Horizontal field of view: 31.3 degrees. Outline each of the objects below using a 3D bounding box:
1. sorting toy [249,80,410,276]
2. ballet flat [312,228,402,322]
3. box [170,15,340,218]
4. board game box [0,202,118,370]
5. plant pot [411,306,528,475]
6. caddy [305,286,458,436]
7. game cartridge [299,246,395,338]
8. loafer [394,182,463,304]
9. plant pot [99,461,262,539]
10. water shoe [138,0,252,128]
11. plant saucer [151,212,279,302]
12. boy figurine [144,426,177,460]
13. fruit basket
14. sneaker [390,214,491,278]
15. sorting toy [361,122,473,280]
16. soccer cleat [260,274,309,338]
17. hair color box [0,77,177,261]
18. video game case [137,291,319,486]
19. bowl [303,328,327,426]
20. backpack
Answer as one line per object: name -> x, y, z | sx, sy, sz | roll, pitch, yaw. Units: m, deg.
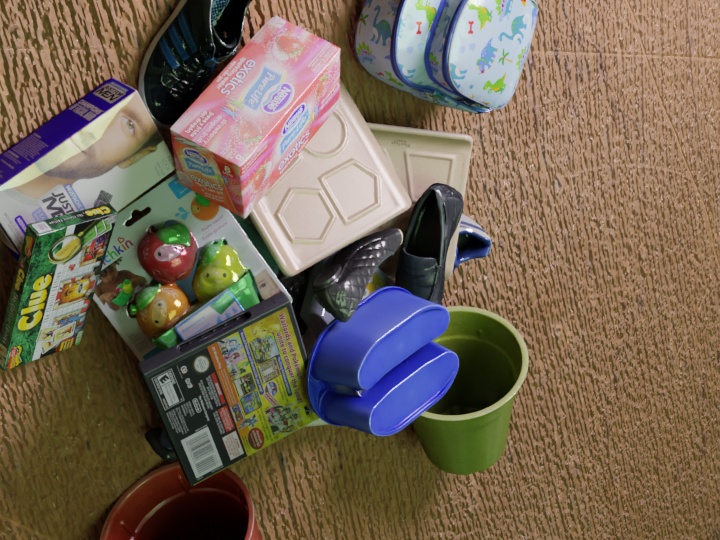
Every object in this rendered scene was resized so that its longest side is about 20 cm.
sorting toy -> -0.059, -0.113, 1.535 | 0.200, 0.036, 0.185 | -31, 91, -26
ballet flat -> 0.000, 0.000, 1.543 | 0.057, 0.066, 0.200 | 62, 35, -12
box -> -0.113, -0.172, 1.428 | 0.200, 0.095, 0.103 | -53, 162, -28
board game box -> -0.329, 0.019, 1.386 | 0.105, 0.023, 0.200 | -19, 144, -42
plant pot -> 0.139, 0.187, 1.812 | 0.200, 0.200, 0.190 | -34, 140, -22
caddy -> 0.023, 0.105, 1.526 | 0.200, 0.105, 0.142 | -33, 122, -35
game cartridge -> 0.007, 0.062, 1.624 | 0.200, 0.040, 0.133 | 39, 56, -38
loafer -> 0.074, -0.012, 1.606 | 0.070, 0.068, 0.201 | 3, 104, -61
plant pot -> -0.198, 0.376, 1.620 | 0.201, 0.201, 0.195 | -41, 138, -17
water shoe -> -0.179, -0.246, 1.405 | 0.071, 0.079, 0.200 | 19, 98, -42
plant saucer -> -0.173, 0.004, 1.558 | 0.200, 0.036, 0.200 | -18, 120, -33
boy figurine -> -0.195, 0.137, 1.551 | 0.124, 0.064, 0.200 | -1, 123, -47
fruit basket -> -0.205, 0.010, 1.456 | 0.185, 0.094, 0.200 | -35, 105, -5
sneaker -> 0.086, -0.029, 1.716 | 0.200, 0.088, 0.075 | -22, 124, -28
sorting toy -> 0.040, -0.088, 1.646 | 0.185, 0.036, 0.200 | 5, 107, -12
soccer cleat -> -0.105, 0.102, 1.594 | 0.073, 0.068, 0.200 | 84, 19, -81
hair color box -> -0.308, -0.104, 1.380 | 0.200, 0.065, 0.109 | -40, 130, -19
video game case -> -0.142, 0.138, 1.467 | 0.181, 0.026, 0.200 | -27, 134, -14
bowl -> -0.041, 0.118, 1.693 | 0.200, 0.075, 0.200 | 0, 111, -40
backpack -> 0.108, -0.294, 1.569 | 0.200, 0.147, 0.183 | 11, 101, -39
